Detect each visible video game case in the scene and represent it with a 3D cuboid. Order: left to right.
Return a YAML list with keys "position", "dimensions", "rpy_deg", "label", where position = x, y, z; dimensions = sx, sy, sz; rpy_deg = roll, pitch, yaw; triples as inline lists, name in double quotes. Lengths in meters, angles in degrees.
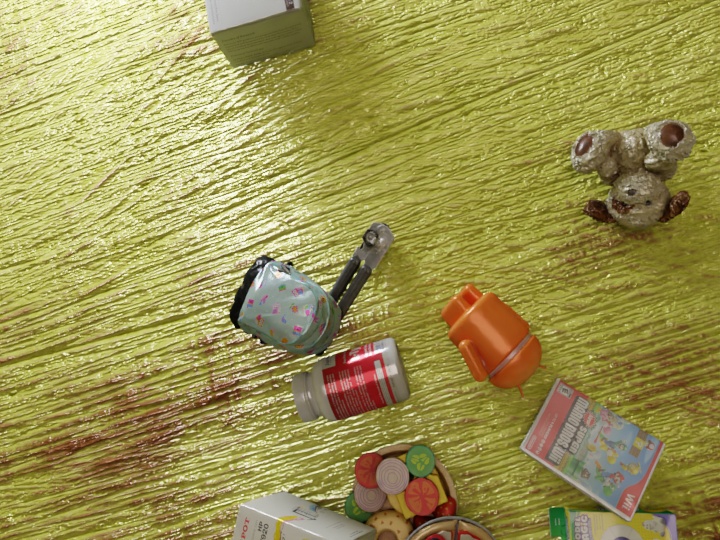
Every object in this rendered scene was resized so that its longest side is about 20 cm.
- position: [0.391, 0.299, 0.939]
  dimensions: [0.198, 0.018, 0.144]
  rpy_deg: [31, 75, 18]
  label: "video game case"

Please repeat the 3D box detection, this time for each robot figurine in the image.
- position: [0.231, 0.122, 0.967]
  dimensions: [0.200, 0.143, 0.117]
  rpy_deg: [46, 105, 13]
  label: "robot figurine"

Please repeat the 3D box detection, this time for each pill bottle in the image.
- position: [-0.017, 0.201, 0.989]
  dimensions: [0.196, 0.112, 0.115]
  rpy_deg: [-17, 77, 4]
  label: "pill bottle"

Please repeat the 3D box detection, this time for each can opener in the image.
- position: [0.000, 0.000, 1.061]
  dimensions: [0.053, 0.067, 0.202]
  rpy_deg: [34, 99, 12]
  label: "can opener"

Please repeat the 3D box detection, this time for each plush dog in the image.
- position: [0.491, -0.162, 0.991]
  dimensions: [0.196, 0.159, 0.176]
  rpy_deg: [0, 93, 36]
  label: "plush dog"

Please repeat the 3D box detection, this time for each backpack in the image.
- position: [-0.135, 0.075, 1.010]
  dimensions: [0.197, 0.126, 0.170]
  rpy_deg: [24, 89, 26]
  label: "backpack"

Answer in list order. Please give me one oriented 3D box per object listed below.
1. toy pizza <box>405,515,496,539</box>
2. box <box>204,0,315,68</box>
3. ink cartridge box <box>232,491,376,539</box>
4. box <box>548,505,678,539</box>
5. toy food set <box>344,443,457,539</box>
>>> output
- position: [0.151, 0.515, 0.922]
  dimensions: [0.195, 0.032, 0.206]
  rpy_deg: [0, 90, -4]
  label: "toy pizza"
- position: [-0.212, -0.564, 1.150]
  dimensions: [0.195, 0.131, 0.204]
  rpy_deg: [-13, 77, 5]
  label: "box"
- position: [-0.100, 0.478, 0.910]
  dimensions: [0.196, 0.144, 0.151]
  rpy_deg: [9, 81, 25]
  label: "ink cartridge box"
- position: [0.415, 0.455, 0.915]
  dimensions: [0.195, 0.048, 0.120]
  rpy_deg: [-2, 78, 9]
  label: "box"
- position: [0.071, 0.406, 0.971]
  dimensions: [0.197, 0.049, 0.201]
  rpy_deg: [-25, 77, 3]
  label: "toy food set"
